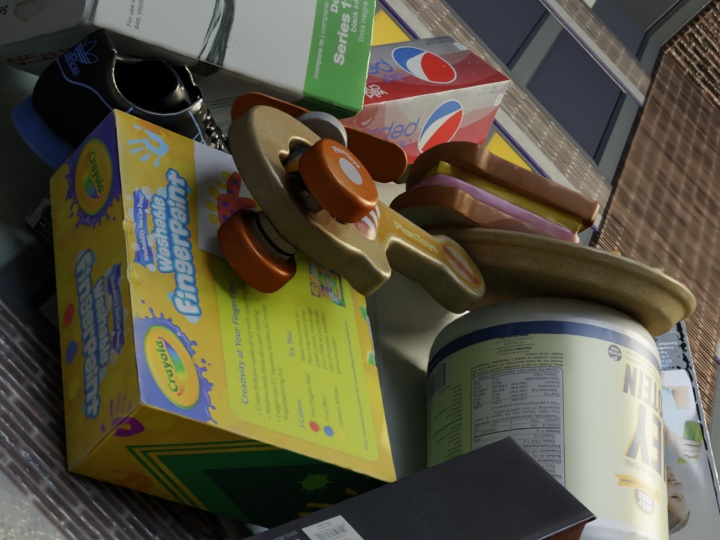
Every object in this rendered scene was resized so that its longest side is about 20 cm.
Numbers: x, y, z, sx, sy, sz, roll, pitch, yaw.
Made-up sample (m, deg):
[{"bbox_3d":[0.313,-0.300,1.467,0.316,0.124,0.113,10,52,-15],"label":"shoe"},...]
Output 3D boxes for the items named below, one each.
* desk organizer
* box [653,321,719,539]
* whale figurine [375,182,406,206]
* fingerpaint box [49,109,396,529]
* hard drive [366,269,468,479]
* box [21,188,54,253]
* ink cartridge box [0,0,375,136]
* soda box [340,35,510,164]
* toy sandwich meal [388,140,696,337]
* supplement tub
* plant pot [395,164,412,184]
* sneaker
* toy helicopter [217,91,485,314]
[{"bbox_3d":[0.022,0.163,1.201,0.199,0.077,0.072,-17,47,-40],"label":"desk organizer"},{"bbox_3d":[0.194,0.138,1.573,0.060,0.117,0.201,-3,66,-14],"label":"box"},{"bbox_3d":[0.000,0.000,1.591,0.199,0.104,0.160,13,46,-21],"label":"whale figurine"},{"bbox_3d":[-0.078,0.032,1.250,0.166,0.073,0.201,20,43,-33],"label":"fingerpaint box"},{"bbox_3d":[0.037,0.081,1.451,0.132,0.026,0.201,25,54,-49],"label":"hard drive"},{"bbox_3d":[-0.097,0.005,1.396,0.200,0.050,0.158,46,19,-4],"label":"box"},{"bbox_3d":[-0.114,-0.150,1.399,0.199,0.146,0.084,16,78,-37],"label":"ink cartridge box"},{"bbox_3d":[0.013,-0.115,1.625,0.070,0.064,0.200,40,34,29],"label":"soda box"},{"bbox_3d":[0.112,-0.015,1.419,0.205,0.204,0.071,27,71,-47],"label":"toy sandwich meal"},{"bbox_3d":[0.111,0.133,1.376,0.145,0.145,0.201,30,50,-42],"label":"supplement tub"},{"bbox_3d":[0.052,-0.080,1.787,0.200,0.027,0.200,54,15,-21],"label":"plant pot"},{"bbox_3d":[-0.107,-0.074,1.335,0.200,0.078,0.070,24,29,-48],"label":"sneaker"},{"bbox_3d":[-0.002,-0.033,1.288,0.200,0.079,0.133,31,28,-42],"label":"toy helicopter"}]
